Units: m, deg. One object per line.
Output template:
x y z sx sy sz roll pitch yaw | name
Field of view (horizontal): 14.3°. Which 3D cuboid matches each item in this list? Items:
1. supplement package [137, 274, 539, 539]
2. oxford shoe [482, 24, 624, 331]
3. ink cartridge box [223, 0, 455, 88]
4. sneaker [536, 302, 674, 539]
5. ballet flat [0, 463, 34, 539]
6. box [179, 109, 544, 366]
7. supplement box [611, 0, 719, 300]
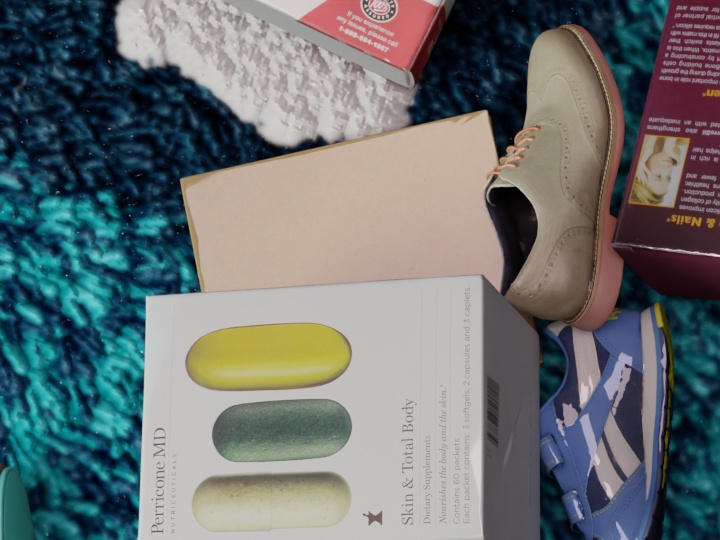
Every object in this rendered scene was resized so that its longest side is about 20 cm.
-0.009 0.098 1.646 0.199 0.151 0.152 -4 74 15 | supplement package
0.113 -0.064 1.713 0.074 0.071 0.201 10 59 -22 | oxford shoe
0.010 -0.235 1.763 0.146 0.083 0.200 26 87 5 | ink cartridge box
0.143 0.118 1.713 0.082 0.074 0.201 3 76 9 | sneaker
-0.228 0.219 1.746 0.067 0.068 0.201 -12 79 12 | ballet flat
0.000 0.000 1.767 0.199 0.021 0.164 -12 81 5 | box
0.232 -0.086 1.690 0.110 0.086 0.201 6 73 29 | supplement box
